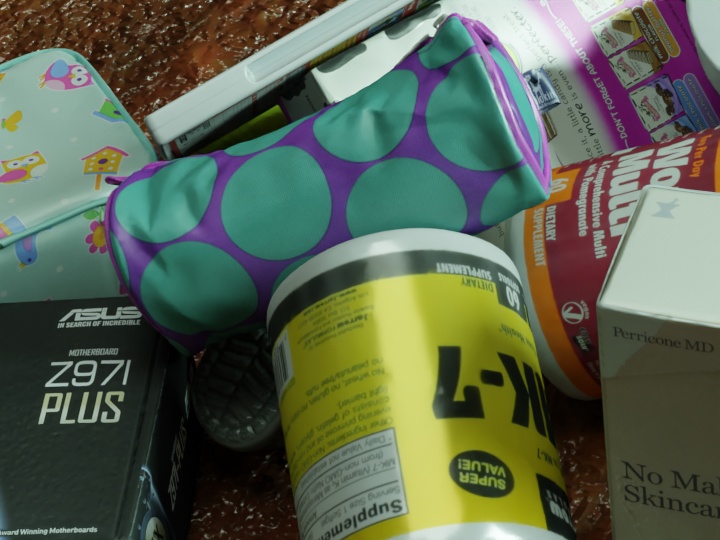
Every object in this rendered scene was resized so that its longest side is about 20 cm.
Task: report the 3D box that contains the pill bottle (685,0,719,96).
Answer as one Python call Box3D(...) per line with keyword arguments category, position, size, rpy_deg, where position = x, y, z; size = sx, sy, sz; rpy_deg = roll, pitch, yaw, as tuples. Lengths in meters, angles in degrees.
Box3D(category="pill bottle", position=(0.223, -0.117, 1.315), size=(0.116, 0.117, 0.200), rpy_deg=(9, -1, 21))

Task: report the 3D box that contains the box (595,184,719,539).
Box3D(category="box", position=(0.152, 0.069, 1.115), size=(0.094, 0.201, 0.078), rpy_deg=(8, 43, 20))

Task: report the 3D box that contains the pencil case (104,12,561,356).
Box3D(category="pencil case", position=(-0.013, -0.037, 1.201), size=(0.199, 0.085, 0.093), rpy_deg=(-24, 78, 19))

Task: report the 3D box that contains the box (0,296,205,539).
Box3D(category="box", position=(-0.180, 0.099, 1.240), size=(0.199, 0.086, 0.164), rpy_deg=(-3, 39, 9))

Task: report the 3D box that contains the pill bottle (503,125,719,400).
Box3D(category="pill bottle", position=(0.174, -0.012, 1.236), size=(0.199, 0.110, 0.110), rpy_deg=(-14, 35, 28))

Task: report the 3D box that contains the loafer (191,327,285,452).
Box3D(category="loafer", position=(0.000, 0.000, 1.273), size=(0.075, 0.070, 0.200), rpy_deg=(43, 97, 30))

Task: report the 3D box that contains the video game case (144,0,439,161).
Box3D(category="video game case", position=(-0.014, -0.111, 1.344), size=(0.199, 0.018, 0.143), rpy_deg=(-30, -1, -3))

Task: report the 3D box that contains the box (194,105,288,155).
Box3D(category="box", position=(0.028, -0.073, 1.433), size=(0.200, 0.048, 0.122), rpy_deg=(-33, 45, -25))

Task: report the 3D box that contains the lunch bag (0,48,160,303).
Box3D(category="lunch bag", position=(-0.199, -0.028, 1.403), size=(0.199, 0.077, 0.160), rpy_deg=(-23, 40, -15))

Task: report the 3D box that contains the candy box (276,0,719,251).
Box3D(category="candy box", position=(0.078, -0.076, 1.357), size=(0.199, 0.137, 0.061), rpy_deg=(-29, -1, -23))

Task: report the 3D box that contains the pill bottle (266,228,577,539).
Box3D(category="pill bottle", position=(0.029, 0.094, 1.145), size=(0.114, 0.114, 0.201), rpy_deg=(-10, 61, -1))
